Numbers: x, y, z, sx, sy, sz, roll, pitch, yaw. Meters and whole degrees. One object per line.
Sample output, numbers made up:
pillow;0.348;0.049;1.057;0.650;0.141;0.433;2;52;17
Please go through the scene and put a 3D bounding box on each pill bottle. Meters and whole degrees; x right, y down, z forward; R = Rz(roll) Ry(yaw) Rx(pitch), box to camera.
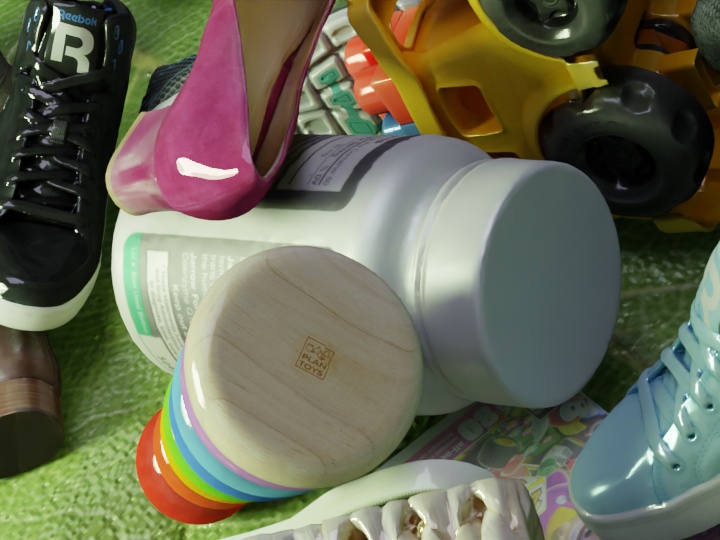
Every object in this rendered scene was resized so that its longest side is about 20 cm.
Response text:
pill bottle;0.000;0.000;0.774;0.199;0.113;0.113;5;49;42

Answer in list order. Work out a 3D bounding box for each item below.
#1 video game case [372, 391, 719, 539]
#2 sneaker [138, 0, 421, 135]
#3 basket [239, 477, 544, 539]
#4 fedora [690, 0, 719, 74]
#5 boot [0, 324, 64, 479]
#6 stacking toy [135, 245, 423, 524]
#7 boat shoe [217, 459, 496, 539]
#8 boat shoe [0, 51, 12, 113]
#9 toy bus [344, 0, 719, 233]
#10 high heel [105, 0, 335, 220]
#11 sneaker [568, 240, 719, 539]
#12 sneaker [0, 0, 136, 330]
video game case;0.070;0.123;0.697;0.143;0.018;0.200;-37;41;-12
sneaker;-0.031;-0.106;0.953;0.199;0.078;0.091;-19;37;7
basket;0.004;0.193;0.511;0.160;0.199;0.201;-17;49;5
fedora;0.191;-0.091;0.738;0.091;0.200;0.201;-39;39;11
boot;-0.236;0.032;0.921;0.185;0.064;0.201;-13;44;-4
stacking toy;-0.043;0.060;0.722;0.085;0.085;0.200;-49;0;-24
boat shoe;-0.032;0.133;0.681;0.201;0.072;0.061;-28;47;28
boat shoe;-0.260;-0.096;1.067;0.199;0.073;0.075;-5;49;54
toy bus;0.062;-0.114;0.822;0.191;0.200;0.136;-5;44;35
high heel;-0.030;-0.106;0.761;0.096;0.067;0.201;-3;47;50
sneaker;0.138;0.017;0.656;0.200;0.082;0.074;-41;29;20
sneaker;-0.153;-0.070;0.909;0.073;0.112;0.201;10;35;-9
